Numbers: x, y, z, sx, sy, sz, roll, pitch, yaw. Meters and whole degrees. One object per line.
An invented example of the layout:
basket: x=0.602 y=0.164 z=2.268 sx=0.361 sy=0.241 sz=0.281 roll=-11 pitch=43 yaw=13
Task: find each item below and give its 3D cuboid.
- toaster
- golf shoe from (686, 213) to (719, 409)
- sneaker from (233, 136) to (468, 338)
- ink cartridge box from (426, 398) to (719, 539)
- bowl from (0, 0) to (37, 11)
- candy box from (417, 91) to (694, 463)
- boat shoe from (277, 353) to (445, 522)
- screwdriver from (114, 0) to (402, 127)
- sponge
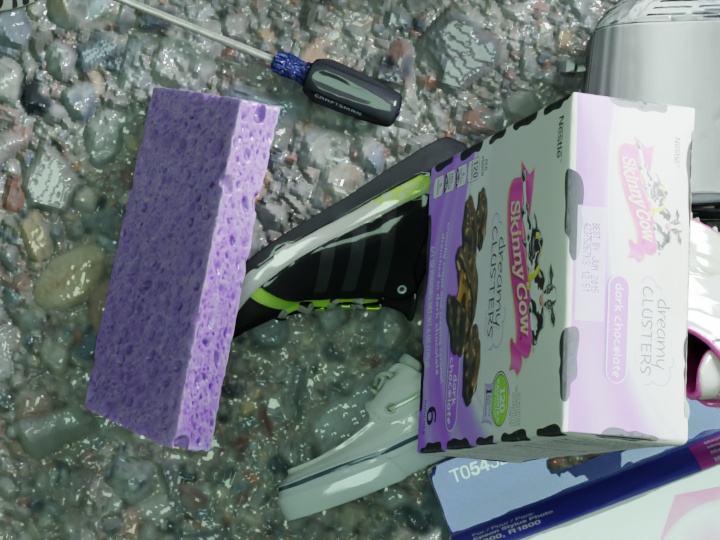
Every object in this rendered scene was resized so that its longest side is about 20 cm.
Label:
toaster: x=0.213 y=-0.089 z=1.103 sx=0.197 sy=0.114 sz=0.131 roll=-1 pitch=87 yaw=3
golf shoe: x=0.218 y=0.049 z=1.050 sx=0.199 sy=0.075 sz=0.092 roll=28 pitch=59 yaw=-6
sneaker: x=0.000 y=0.000 z=1.129 sx=0.199 sy=0.072 sz=0.083 roll=-32 pitch=90 yaw=1
ink cartridge box: x=0.161 y=0.180 z=1.139 sx=0.195 sy=0.043 sz=0.202 roll=-21 pitch=90 yaw=2
bowl: x=-0.235 y=-0.260 z=1.127 sx=0.198 sy=0.094 sz=0.203 roll=0 pitch=89 yaw=1
candy box: x=0.099 y=0.011 z=1.011 sx=0.071 sy=0.200 sz=0.170 roll=6 pitch=80 yaw=-18
boat shoe: x=0.035 y=0.082 z=1.134 sx=0.198 sy=0.074 sz=0.067 roll=-23 pitch=84 yaw=-11
screwdriver: x=-0.068 y=-0.133 z=1.150 sx=0.198 sy=0.029 sz=0.028 roll=22 pitch=90 yaw=-3
sponge: x=-0.106 y=-0.004 z=1.117 sx=0.030 sy=0.111 sz=0.202 roll=11 pitch=91 yaw=-36
